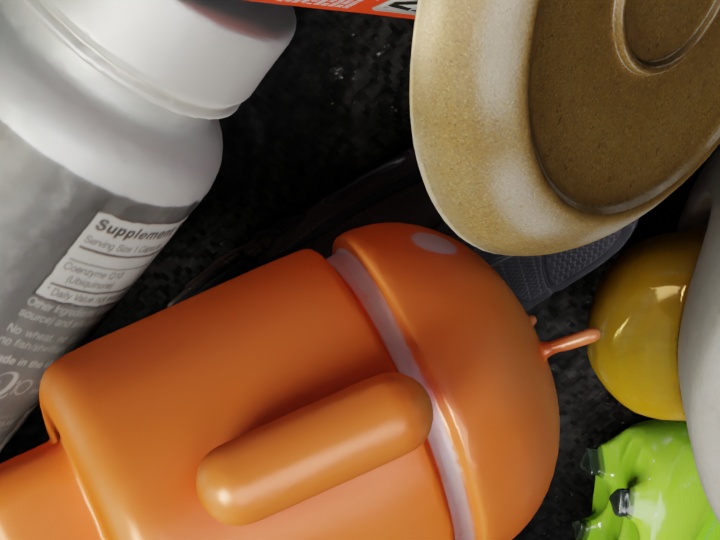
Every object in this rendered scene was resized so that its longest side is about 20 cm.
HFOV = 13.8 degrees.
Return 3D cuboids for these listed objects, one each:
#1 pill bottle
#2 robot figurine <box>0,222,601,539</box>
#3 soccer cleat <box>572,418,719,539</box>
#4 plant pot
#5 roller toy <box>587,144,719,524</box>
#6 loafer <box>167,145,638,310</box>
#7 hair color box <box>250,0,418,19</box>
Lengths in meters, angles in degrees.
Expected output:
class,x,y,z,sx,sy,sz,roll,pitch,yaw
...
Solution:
class,x,y,z,sx,sy,sz,roll,pitch,yaw
pill bottle,-0.115,-0.031,0.944,0.113,0.114,0.200,29,114,-26
robot figurine,-0.023,0.057,0.935,0.199,0.117,0.144,-24,143,-10
soccer cleat,0.111,0.145,1.138,0.081,0.068,0.201,0,123,-22
plant pot,0.087,-0.093,0.889,0.200,0.027,0.201,-34,137,-38
roller toy,0.198,0.022,1.025,0.200,0.140,0.182,-41,110,19
loafer,0.000,0.000,1.029,0.199,0.063,0.072,-26,142,12
hair color box,-0.046,-0.140,0.851,0.199,0.112,0.064,3,167,-34
